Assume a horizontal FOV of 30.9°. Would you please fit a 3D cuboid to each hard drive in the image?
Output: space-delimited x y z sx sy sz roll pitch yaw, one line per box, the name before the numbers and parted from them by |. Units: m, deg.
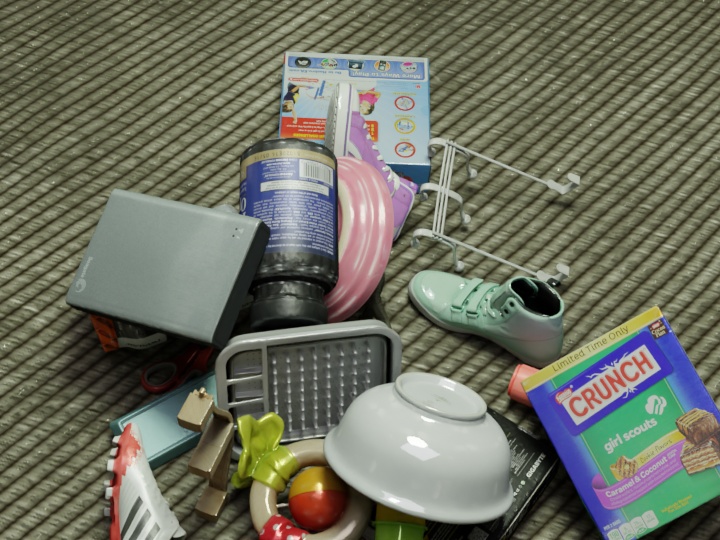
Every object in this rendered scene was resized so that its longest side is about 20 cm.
hard drive | -0.206 -0.004 1.386 0.199 0.033 0.141 12 73 29

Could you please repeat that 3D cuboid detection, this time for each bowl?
bowl | 0.069 0.163 1.306 0.199 0.091 0.201 15 16 -4

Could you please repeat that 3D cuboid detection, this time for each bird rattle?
bird rattle | -0.068 0.240 1.330 0.162 0.113 0.201 -11 49 6

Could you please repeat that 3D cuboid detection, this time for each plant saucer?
plant saucer | -0.046 -0.038 1.514 0.051 0.200 0.202 17 40 -41
plant saucer | -0.177 0.151 1.456 0.199 0.019 0.070 -28 73 -22

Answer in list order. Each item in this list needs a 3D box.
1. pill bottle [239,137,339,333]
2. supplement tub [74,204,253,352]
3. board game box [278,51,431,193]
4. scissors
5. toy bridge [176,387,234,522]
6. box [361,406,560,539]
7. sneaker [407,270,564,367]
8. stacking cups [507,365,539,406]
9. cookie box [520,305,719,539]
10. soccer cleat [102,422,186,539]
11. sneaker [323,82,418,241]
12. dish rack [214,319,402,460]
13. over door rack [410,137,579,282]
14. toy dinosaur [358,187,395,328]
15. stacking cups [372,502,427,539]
pill bottle | -0.078 -0.033 1.425 0.111 0.112 0.202 1 71 -3
supplement tub | -0.217 0.013 1.497 0.199 0.123 0.123 -23 57 -12
board game box | -0.008 -0.197 1.718 0.198 0.056 0.197 3 53 -2
scissors | -0.173 0.088 1.519 0.073 0.014 0.200 32 56 22
toy bridge | -0.152 0.178 1.331 0.027 0.201 0.067 16 52 13
box | 0.099 0.233 1.401 0.159 0.050 0.200 29 56 21
sneaker | 0.150 0.026 1.519 0.199 0.119 0.074 25 56 16
stacking cups | 0.265 0.157 1.460 0.199 0.061 0.061 24 55 17
cookie box | 0.290 0.166 1.374 0.170 0.075 0.201 -30 75 9
soccer cleat | -0.224 0.255 1.356 0.084 0.069 0.201 3 57 -14
sneaker | 0.014 -0.131 1.611 0.113 0.202 0.073 -3 12 -10
dish rack | -0.057 0.123 1.407 0.198 0.173 0.044 -6 37 -8
over door rack | 0.164 -0.068 1.619 0.198 0.067 0.149 15 63 -9
toy dinosaur | 0.000 0.000 1.535 0.076 0.103 0.201 3 55 -5
stacking cups | 0.029 0.312 1.294 0.060 0.061 0.202 8 73 3
